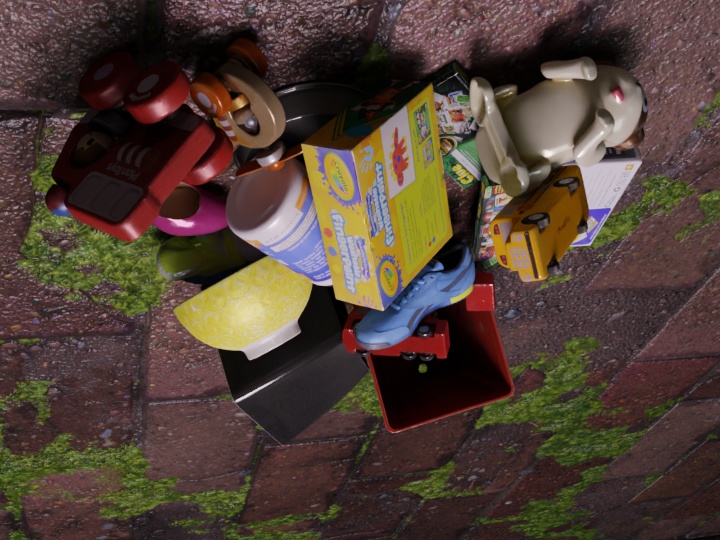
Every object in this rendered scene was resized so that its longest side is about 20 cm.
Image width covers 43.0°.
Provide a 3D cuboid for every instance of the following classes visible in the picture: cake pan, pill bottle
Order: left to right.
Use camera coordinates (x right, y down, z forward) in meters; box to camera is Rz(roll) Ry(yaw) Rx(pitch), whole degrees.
[{"bbox_3d":[-0.058,-0.050,1.100,0.111,0.113,0.199,-28,140,25],"label":"pill bottle"},{"bbox_3d":[-0.058,-0.144,1.108,0.197,0.037,0.201,-9,148,-6],"label":"cake pan"}]

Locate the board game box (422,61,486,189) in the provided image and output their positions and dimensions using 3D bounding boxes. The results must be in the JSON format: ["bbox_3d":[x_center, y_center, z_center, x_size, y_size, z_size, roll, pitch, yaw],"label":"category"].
[{"bbox_3d":[0.123,-0.174,1.137,0.104,0.024,0.199,-30,144,21],"label":"board game box"}]

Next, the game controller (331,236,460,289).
[{"bbox_3d":[0.052,-0.005,1.307,0.198,0.043,0.104,-22,169,34],"label":"game controller"}]

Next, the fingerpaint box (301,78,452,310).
[{"bbox_3d":[0.024,-0.088,1.035,0.072,0.167,0.202,12,131,33],"label":"fingerpaint box"}]

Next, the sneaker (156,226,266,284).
[{"bbox_3d":[-0.171,-0.033,1.230,0.197,0.077,0.105,-15,167,3],"label":"sneaker"}]

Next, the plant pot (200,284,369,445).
[{"bbox_3d":[-0.099,0.108,1.358,0.175,0.201,0.201,-25,147,3],"label":"plant pot"}]

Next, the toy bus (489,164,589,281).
[{"bbox_3d":[0.209,-0.058,1.057,0.077,0.200,0.066,-3,115,34],"label":"toy bus"}]

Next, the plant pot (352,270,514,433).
[{"bbox_3d":[0.097,0.115,1.404,0.197,0.203,0.176,-16,179,-7],"label":"plant pot"}]

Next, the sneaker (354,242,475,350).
[{"bbox_3d":[0.069,0.028,1.206,0.199,0.066,0.079,-31,135,-23],"label":"sneaker"}]

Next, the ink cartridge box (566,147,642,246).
[{"bbox_3d":[0.266,-0.100,1.285,0.197,0.044,0.199,-5,148,-14],"label":"ink cartridge box"}]

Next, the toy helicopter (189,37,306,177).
[{"bbox_3d":[-0.132,-0.151,1.009,0.132,0.079,0.200,43,152,-7],"label":"toy helicopter"}]

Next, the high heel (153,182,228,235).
[{"bbox_3d":[-0.237,-0.094,1.089,0.197,0.069,0.096,7,155,-23],"label":"high heel"}]

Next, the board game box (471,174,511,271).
[{"bbox_3d":[0.207,-0.069,1.238,0.103,0.024,0.201,-13,148,-6],"label":"board game box"}]

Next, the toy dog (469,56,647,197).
[{"bbox_3d":[0.241,-0.168,1.066,0.197,0.141,0.194,-21,162,-3],"label":"toy dog"}]

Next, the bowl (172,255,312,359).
[{"bbox_3d":[-0.137,0.052,1.206,0.198,0.109,0.200,-28,-179,1],"label":"bowl"}]

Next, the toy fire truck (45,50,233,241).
[{"bbox_3d":[-0.238,-0.117,0.918,0.198,0.169,0.113,19,153,40],"label":"toy fire truck"}]

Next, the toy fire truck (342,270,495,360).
[{"bbox_3d":[0.083,0.058,1.269,0.196,0.142,0.049,2,128,15],"label":"toy fire truck"}]
